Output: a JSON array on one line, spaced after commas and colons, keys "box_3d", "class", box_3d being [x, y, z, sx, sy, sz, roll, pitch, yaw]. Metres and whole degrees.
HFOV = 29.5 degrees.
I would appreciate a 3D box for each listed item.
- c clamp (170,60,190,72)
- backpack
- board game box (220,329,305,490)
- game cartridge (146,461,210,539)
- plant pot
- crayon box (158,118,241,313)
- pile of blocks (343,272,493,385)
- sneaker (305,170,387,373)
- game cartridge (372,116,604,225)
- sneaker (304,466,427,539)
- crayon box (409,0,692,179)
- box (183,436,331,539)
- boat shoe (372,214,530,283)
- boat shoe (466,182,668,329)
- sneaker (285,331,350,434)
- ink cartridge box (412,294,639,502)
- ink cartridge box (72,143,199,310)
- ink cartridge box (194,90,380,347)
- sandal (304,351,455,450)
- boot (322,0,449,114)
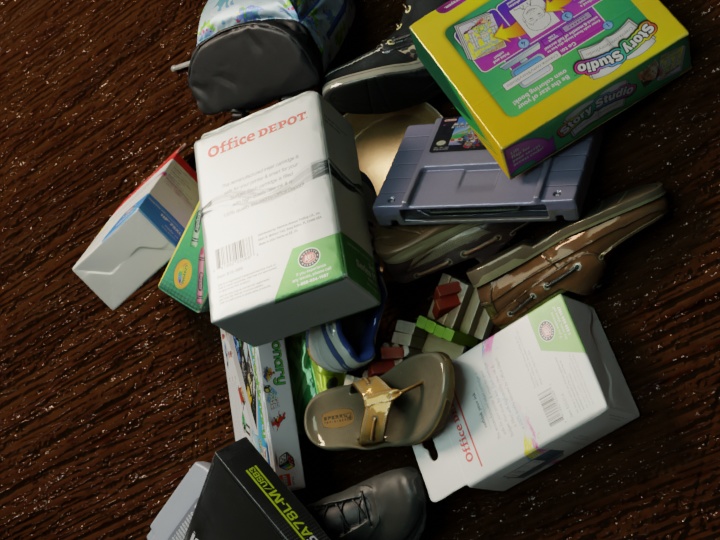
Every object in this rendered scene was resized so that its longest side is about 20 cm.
[{"box_3d": [-0.155, -0.341, 1.609, 0.170, 0.027, 0.202, -1, 80, 37], "class": "c clamp"}, {"box_3d": [-0.084, -0.266, 1.444, 0.162, 0.200, 0.155, -9, 111, 34], "class": "backpack"}, {"box_3d": [-0.103, 0.126, 1.399, 0.126, 0.034, 0.202, 156, 107, -68], "class": "board game box"}, {"box_3d": [-0.141, 0.305, 1.447, 0.133, 0.041, 0.200, -51, 55, 12], "class": "game cartridge"}, {"box_3d": [0.027, -0.082, 1.412, 0.199, 0.027, 0.202, -9, 75, 35], "class": "plant pot"}, {"box_3d": [-0.131, -0.058, 1.462, 0.058, 0.119, 0.201, 29, 99, 10], "class": "crayon box"}, {"box_3d": [0.053, 0.086, 1.332, 0.200, 0.062, 0.082, -50, 55, 18], "class": "pile of blocks"}, {"box_3d": [0.000, 0.000, 1.336, 0.088, 0.075, 0.202, -3, 84, 63], "class": "sneaker"}, {"box_3d": [0.120, -0.097, 1.282, 0.198, 0.039, 0.130, -1, 48, 26], "class": "game cartridge"}, {"box_3d": [-0.014, 0.245, 1.310, 0.200, 0.090, 0.077, -38, 57, 39], "class": "sneaker"}, {"box_3d": [0.173, -0.206, 1.259, 0.199, 0.058, 0.173, -31, 60, -2], "class": "crayon box"}, {"box_3d": [-0.090, 0.292, 1.307, 0.193, 0.047, 0.201, 45, 137, 22], "class": "box"}, {"box_3d": [0.113, -0.042, 1.308, 0.199, 0.072, 0.072, -25, 38, 4], "class": "boat shoe"}, {"box_3d": [0.198, -0.012, 1.249, 0.199, 0.072, 0.068, -27, 92, 23], "class": "boat shoe"}, {"box_3d": [-0.059, 0.075, 1.412, 0.083, 0.074, 0.202, -17, 70, 29], "class": "sneaker"}, {"box_3d": [0.140, 0.124, 1.253, 0.199, 0.067, 0.118, -34, 61, 27], "class": "ink cartridge box"}, {"box_3d": [-0.236, -0.055, 1.542, 0.116, 0.067, 0.200, -39, 14, 24], "class": "ink cartridge box"}, {"box_3d": [-0.072, -0.049, 1.301, 0.145, 0.083, 0.202, -19, 63, 21], "class": "ink cartridge box"}, {"box_3d": [0.009, 0.128, 1.281, 0.199, 0.054, 0.081, -19, 70, 41], "class": "sandal"}, {"box_3d": [0.049, -0.252, 1.384, 0.202, 0.074, 0.155, -16, 66, 8], "class": "boot"}]
